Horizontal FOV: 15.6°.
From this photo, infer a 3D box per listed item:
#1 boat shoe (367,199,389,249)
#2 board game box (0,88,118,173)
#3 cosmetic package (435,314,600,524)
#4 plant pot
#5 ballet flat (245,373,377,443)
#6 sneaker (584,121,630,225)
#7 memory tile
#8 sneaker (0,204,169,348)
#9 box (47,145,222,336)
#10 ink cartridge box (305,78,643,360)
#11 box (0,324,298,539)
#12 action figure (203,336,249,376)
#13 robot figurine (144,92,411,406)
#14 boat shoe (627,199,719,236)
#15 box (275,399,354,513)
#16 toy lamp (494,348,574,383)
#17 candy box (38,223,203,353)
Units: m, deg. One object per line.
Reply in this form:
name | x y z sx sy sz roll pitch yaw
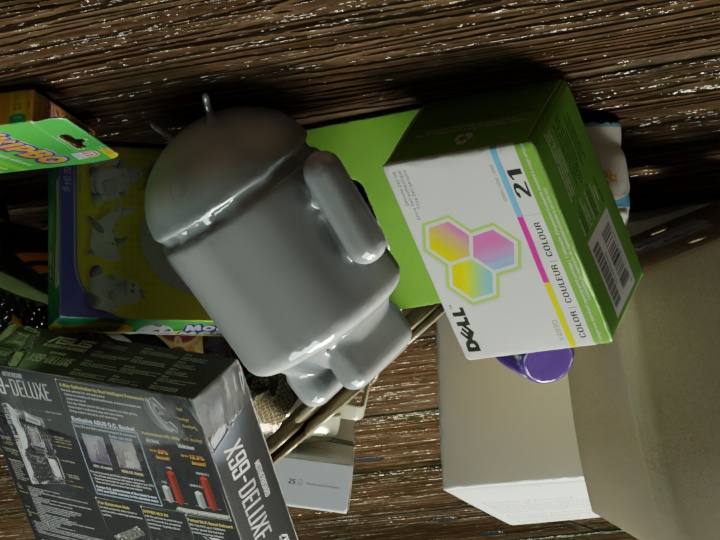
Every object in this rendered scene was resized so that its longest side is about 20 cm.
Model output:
boat shoe | 0.000 0.000 1.822 0.067 0.074 0.200 18 131 -18
board game box | -0.256 -0.079 1.609 0.200 0.030 0.096 -3 167 17
cosmetic package | 0.169 0.105 2.119 0.166 0.168 0.200 -6 165 18
plant pot | 0.238 0.057 1.743 0.200 0.177 0.200 -22 -171 -8
ballet flat | -0.034 0.089 1.919 0.075 0.068 0.200 31 -157 12
sneaker | 0.132 -0.036 1.721 0.076 0.081 0.200 -3 168 -1
memory tile | -0.029 0.091 1.746 0.153 0.017 0.200 -42 180 -41
sneaker | -0.191 0.012 1.751 0.200 0.090 0.070 24 144 23
box | -0.099 -0.017 1.693 0.200 0.117 0.048 2 166 -18
ink cartridge box | 0.052 -0.022 1.612 0.200 0.076 0.148 -9 120 29
box | -0.145 0.121 1.683 0.200 0.158 0.050 6 -145 38
action figure | -0.088 0.052 1.941 0.134 0.149 0.200 -9 152 4
robot figurine | -0.054 -0.016 1.597 0.170 0.200 0.113 -26 -167 43
boat shoe | 0.218 -0.013 1.867 0.200 0.072 0.069 -10 -170 1
box | -0.082 0.124 1.970 0.156 0.041 0.200 8 -168 -1
toy lamp | 0.095 0.015 1.732 0.058 0.058 0.200 2 -157 -17
candy box | -0.164 0.058 1.814 0.055 0.200 0.115 9 163 -44
